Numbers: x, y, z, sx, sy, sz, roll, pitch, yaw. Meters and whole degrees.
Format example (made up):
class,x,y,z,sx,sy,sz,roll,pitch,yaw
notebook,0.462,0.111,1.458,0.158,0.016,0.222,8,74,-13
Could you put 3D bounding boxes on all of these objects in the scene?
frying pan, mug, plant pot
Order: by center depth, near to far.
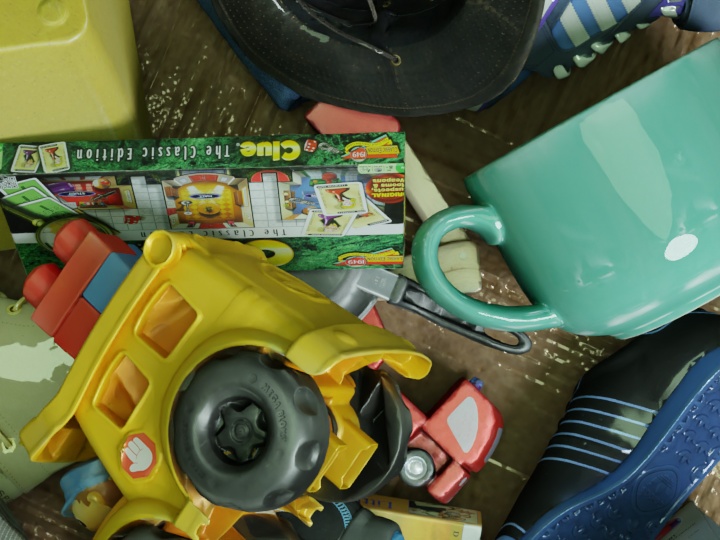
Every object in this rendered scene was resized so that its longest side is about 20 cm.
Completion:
class,x,y,z,sx,sy,sz,roll,pitch,yaw
plant pot,-0.208,-0.130,0.939,0.198,0.177,0.202,-9,74,-10
mug,0.133,-0.027,0.988,0.184,0.152,0.115,-29,91,22
frying pan,-0.013,0.011,0.998,0.115,0.031,0.190,-44,85,1

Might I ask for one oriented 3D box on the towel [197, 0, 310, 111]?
class,x,y,z,sx,sy,sz,roll,pitch,yaw
towel,-0.055,-0.196,1.040,0.111,0.049,0.201,-35,89,1

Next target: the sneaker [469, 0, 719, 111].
class,x,y,z,sx,sy,sz,roll,pitch,yaw
sneaker,0.151,-0.140,1.009,0.145,0.081,0.201,26,119,-14

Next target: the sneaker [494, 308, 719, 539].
class,x,y,z,sx,sy,sz,roll,pitch,yaw
sneaker,0.132,0.102,1.019,0.200,0.078,0.070,-43,126,0

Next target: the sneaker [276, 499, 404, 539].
class,x,y,z,sx,sy,sz,roll,pitch,yaw
sneaker,-0.055,0.199,0.990,0.082,0.073,0.201,33,97,15

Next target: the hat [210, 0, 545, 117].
class,x,y,z,sx,sy,sz,roll,pitch,yaw
hat,0.014,-0.171,0.958,0.200,0.201,0.081,37,48,1

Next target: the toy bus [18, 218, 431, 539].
class,x,y,z,sx,sy,sz,roll,pitch,yaw
toy bus,-0.095,0.074,0.902,0.191,0.136,0.201,36,101,20

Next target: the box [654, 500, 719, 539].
class,x,y,z,sx,sy,sz,roll,pitch,yaw
box,0.139,0.195,0.954,0.155,0.200,0.041,-38,95,0

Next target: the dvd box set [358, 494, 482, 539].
class,x,y,z,sx,sy,sz,roll,pitch,yaw
dvd box set,-0.041,0.189,1.029,0.198,0.029,0.148,10,101,0

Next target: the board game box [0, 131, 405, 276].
class,x,y,z,sx,sy,sz,roll,pitch,yaw
board game box,-0.076,-0.031,0.934,0.198,0.105,0.024,-2,64,1

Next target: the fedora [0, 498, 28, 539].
class,x,y,z,sx,sy,sz,roll,pitch,yaw
fedora,-0.192,0.183,0.980,0.090,0.201,0.176,-37,46,-20

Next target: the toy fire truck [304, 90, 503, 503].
class,x,y,z,sx,sy,sz,roll,pitch,yaw
toy fire truck,0.018,0.013,1.034,0.200,0.049,0.141,43,90,1

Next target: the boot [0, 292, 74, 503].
class,x,y,z,sx,sy,sz,roll,pitch,yaw
boot,-0.189,0.019,1.025,0.154,0.073,0.202,-21,91,1
